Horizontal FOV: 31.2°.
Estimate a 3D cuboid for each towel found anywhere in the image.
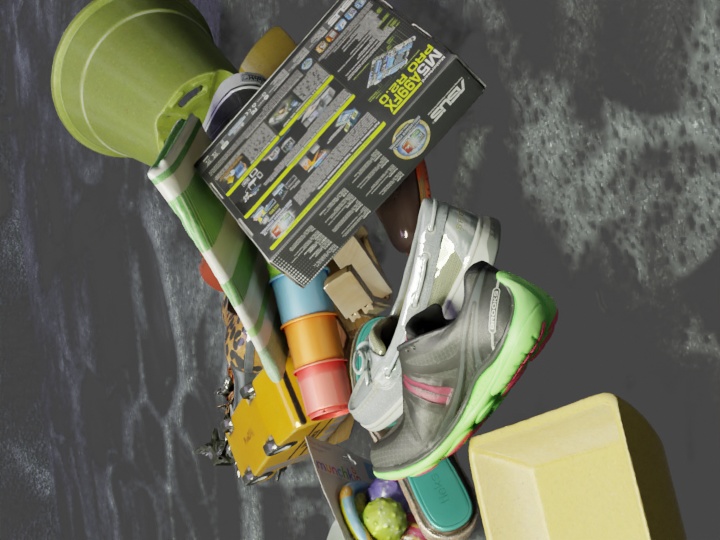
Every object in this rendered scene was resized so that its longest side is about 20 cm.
[{"bbox_3d":[-0.110,-0.022,1.071,0.153,0.023,0.201,-86,-29,-68],"label":"towel"}]

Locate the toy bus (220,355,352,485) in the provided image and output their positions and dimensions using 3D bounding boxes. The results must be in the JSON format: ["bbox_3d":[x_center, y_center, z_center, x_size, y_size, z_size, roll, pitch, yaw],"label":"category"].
[{"bbox_3d":[-0.069,0.134,1.162,0.065,0.078,0.200,65,157,15],"label":"toy bus"}]

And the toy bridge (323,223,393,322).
[{"bbox_3d":[0.000,0.000,1.056,0.067,0.027,0.200,54,-170,-15],"label":"toy bridge"}]

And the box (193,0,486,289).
[{"bbox_3d":[-0.022,-0.107,0.975,0.200,0.044,0.160,-48,42,5],"label":"box"}]

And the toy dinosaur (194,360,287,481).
[{"bbox_3d":[-0.110,0.142,1.359,0.200,0.102,0.136,-105,31,-79],"label":"toy dinosaur"}]

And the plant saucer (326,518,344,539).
[{"bbox_3d":[0.001,0.309,1.176,0.200,0.050,0.201,170,90,-69],"label":"plant saucer"}]

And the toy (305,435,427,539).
[{"bbox_3d":[0.032,0.221,1.063,0.047,0.115,0.201,-36,52,19],"label":"toy"}]

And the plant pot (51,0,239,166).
[{"bbox_3d":[-0.200,-0.182,1.376,0.190,0.199,0.201,38,131,46],"label":"plant pot"}]

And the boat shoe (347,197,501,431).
[{"bbox_3d":[0.035,0.035,0.954,0.075,0.065,0.202,-80,16,-54],"label":"boat shoe"}]

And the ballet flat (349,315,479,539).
[{"bbox_3d":[0.040,0.133,1.038,0.067,0.068,0.201,76,176,-62],"label":"ballet flat"}]

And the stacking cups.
[{"bbox_3d":[-0.043,0.022,1.068,0.061,0.060,0.201,-43,61,62],"label":"stacking cups"}]

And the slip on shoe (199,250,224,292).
[{"bbox_3d":[-0.122,-0.002,1.236,0.074,0.061,0.200,48,-177,-15],"label":"slip on shoe"}]

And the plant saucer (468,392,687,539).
[{"bbox_3d":[0.149,0.187,0.812,0.200,0.048,0.201,143,118,-64],"label":"plant saucer"}]

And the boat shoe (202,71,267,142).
[{"bbox_3d":[-0.121,-0.089,1.176,0.200,0.073,0.068,127,147,-46],"label":"boat shoe"}]

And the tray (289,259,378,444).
[{"bbox_3d":[-0.030,0.071,1.175,0.099,0.037,0.200,61,154,28],"label":"tray"}]

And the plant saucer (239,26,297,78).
[{"bbox_3d":[-0.077,-0.107,1.241,0.200,0.048,0.201,-127,37,-51],"label":"plant saucer"}]

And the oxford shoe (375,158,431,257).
[{"bbox_3d":[0.001,-0.091,1.049,0.071,0.072,0.201,114,142,-48],"label":"oxford shoe"}]

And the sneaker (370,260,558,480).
[{"bbox_3d":[0.061,0.071,0.905,0.084,0.077,0.200,42,122,13],"label":"sneaker"}]

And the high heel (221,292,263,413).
[{"bbox_3d":[-0.103,0.030,1.289,0.143,0.071,0.201,101,171,-53],"label":"high heel"}]
